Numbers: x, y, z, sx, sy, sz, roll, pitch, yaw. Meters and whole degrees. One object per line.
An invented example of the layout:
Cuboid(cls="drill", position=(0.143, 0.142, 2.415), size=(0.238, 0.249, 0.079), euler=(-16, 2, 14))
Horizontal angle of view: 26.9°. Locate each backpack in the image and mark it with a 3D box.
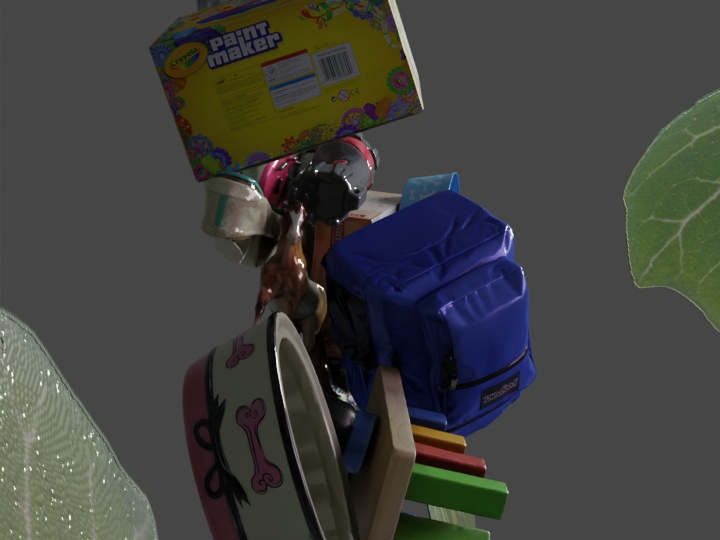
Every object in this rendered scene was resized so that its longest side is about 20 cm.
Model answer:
Cuboid(cls="backpack", position=(0.066, 0.064, 1.322), size=(0.168, 0.162, 0.201), euler=(43, -33, 46))

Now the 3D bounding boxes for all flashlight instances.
Cuboid(cls="flashlight", position=(-0.026, -0.084, 1.376), size=(0.068, 0.068, 0.200), euler=(50, 15, -4))

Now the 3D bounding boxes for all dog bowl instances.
Cuboid(cls="dog bowl", position=(0.059, -0.002, 1.493), size=(0.112, 0.049, 0.201), euler=(65, 34, -70))
Cuboid(cls="dog bowl", position=(-0.061, 0.134, 1.031), size=(0.200, 0.073, 0.201), euler=(-17, 90, -85))

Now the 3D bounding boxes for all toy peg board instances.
Cuboid(cls="toy peg board", position=(0.040, 0.206, 1.183), size=(0.199, 0.097, 0.201), euler=(-98, -157, -76))

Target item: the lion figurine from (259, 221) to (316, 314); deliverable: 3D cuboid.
Cuboid(cls="lion figurine", position=(-0.066, 0.004, 1.463), size=(0.200, 0.072, 0.123), euler=(-73, 159, -54))

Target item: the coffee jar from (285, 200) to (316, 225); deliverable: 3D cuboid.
Cuboid(cls="coffee jar", position=(-0.066, -0.148, 1.731), size=(0.105, 0.085, 0.201), euler=(-99, 171, -52))

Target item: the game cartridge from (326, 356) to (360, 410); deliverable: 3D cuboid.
Cuboid(cls="game cartridge", position=(0.009, 0.146, 1.437), size=(0.200, 0.038, 0.130), euler=(6, 69, -53))

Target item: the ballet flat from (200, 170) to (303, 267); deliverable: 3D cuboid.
Cuboid(cls="ballet flat", position=(-0.099, -0.034, 1.292), size=(0.200, 0.067, 0.063), euler=(42, 62, -74))

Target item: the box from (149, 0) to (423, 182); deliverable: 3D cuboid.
Cuboid(cls="box", position=(-0.059, -0.181, 1.308), size=(0.193, 0.199, 0.123), euler=(-90, 162, -74))

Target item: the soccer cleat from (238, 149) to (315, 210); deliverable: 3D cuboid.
Cuboid(cls="soccer cleat", position=(-0.096, -0.103, 1.441), size=(0.200, 0.086, 0.070), euler=(-52, 160, -71))

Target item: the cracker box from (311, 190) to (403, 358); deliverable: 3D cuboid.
Cuboid(cls="cracker box", position=(0.000, 0.000, 1.470), size=(0.200, 0.057, 0.135), euler=(-37, 134, -75))

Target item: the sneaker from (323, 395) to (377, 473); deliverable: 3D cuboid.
Cuboid(cls="sneaker", position=(-0.042, 0.140, 1.234), size=(0.200, 0.078, 0.070), euler=(120, -10, -68))

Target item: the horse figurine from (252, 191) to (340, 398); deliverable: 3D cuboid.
Cuboid(cls="horse figurine", position=(-0.057, 0.040, 1.307), size=(0.200, 0.050, 0.133), euler=(69, 24, -58))

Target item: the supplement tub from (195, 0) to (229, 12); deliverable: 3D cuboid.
Cuboid(cls="supplement tub", position=(-0.117, -0.324, 1.547), size=(0.123, 0.122, 0.201), euler=(64, 11, -60))
